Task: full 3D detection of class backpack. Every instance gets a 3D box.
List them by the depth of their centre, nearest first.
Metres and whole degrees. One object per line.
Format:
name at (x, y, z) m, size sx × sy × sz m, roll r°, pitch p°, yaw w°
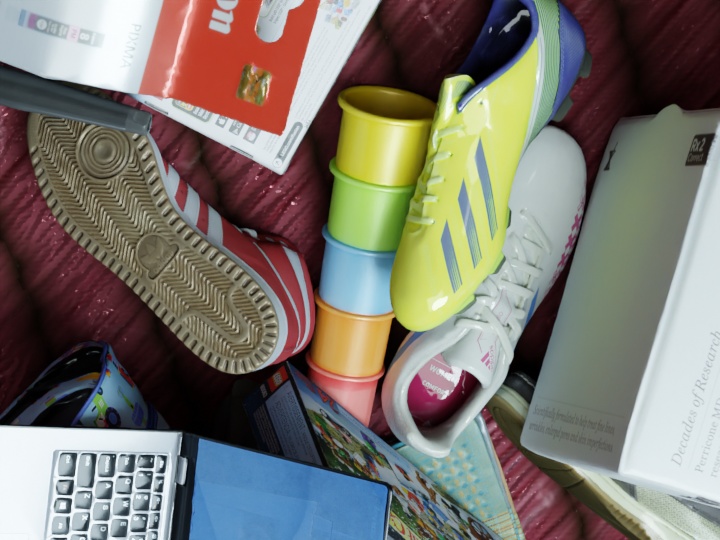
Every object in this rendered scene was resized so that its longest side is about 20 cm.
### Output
backpack at (-0.168, 0.147, 1.568) m, size 0.134 × 0.183 × 0.200 m, roll 35°, pitch 99°, yaw -10°

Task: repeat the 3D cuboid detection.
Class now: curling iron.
curling iron at (-0.211, -0.095, 1.535) m, size 0.198 × 0.026 × 0.050 m, roll 7°, pitch 96°, yaw 4°

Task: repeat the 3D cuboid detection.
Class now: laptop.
laptop at (-0.107, 0.184, 1.446) m, size 0.199 × 0.116 × 0.189 m, roll 4°, pitch 98°, yaw -26°

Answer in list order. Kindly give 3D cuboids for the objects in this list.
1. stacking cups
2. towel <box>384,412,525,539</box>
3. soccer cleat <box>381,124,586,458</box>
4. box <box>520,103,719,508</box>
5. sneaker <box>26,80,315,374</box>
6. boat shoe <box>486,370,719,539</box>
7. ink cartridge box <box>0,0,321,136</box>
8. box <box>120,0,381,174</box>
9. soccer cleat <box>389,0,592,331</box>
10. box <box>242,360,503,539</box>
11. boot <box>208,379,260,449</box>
stacking cups at (0.000, 0.000, 1.591) m, size 0.060 × 0.061 × 0.201 m, roll 7°, pitch 109°, yaw -8°
towel at (0.033, 0.191, 1.688) m, size 0.146 × 0.022 × 0.201 m, roll -19°, pitch 113°, yaw 3°
soccer cleat at (0.076, 0.017, 1.590) m, size 0.069 × 0.086 × 0.201 m, roll 23°, pitch 104°, yaw -13°
box at (0.195, 0.025, 1.520) m, size 0.130 × 0.199 × 0.201 m, roll 18°, pitch 88°, yaw -11°
sneaker at (-0.102, -0.023, 1.579) m, size 0.071 × 0.112 × 0.200 m, roll -42°, pitch 78°, yaw 13°
boat shoe at (0.160, 0.116, 1.652) m, size 0.200 × 0.073 × 0.065 m, roll 40°, pitch 81°, yaw -15°
ink cartridge box at (-0.119, -0.173, 1.491) m, size 0.199 × 0.057 × 0.164 m, roll 21°, pitch 108°, yaw 14°
box at (-0.042, -0.165, 1.541) m, size 0.110 × 0.035 × 0.201 m, roll 27°, pitch 105°, yaw -14°
soccer cleat at (0.057, -0.065, 1.538) m, size 0.084 × 0.064 × 0.201 m, roll 36°, pitch 76°, yaw -42°
box at (0.026, 0.151, 1.567) m, size 0.038 × 0.137 × 0.200 m, roll -43°, pitch 122°, yaw 11°
boot at (-0.077, 0.177, 1.620) m, size 0.077 × 0.139 × 0.201 m, roll 13°, pitch 128°, yaw -10°
